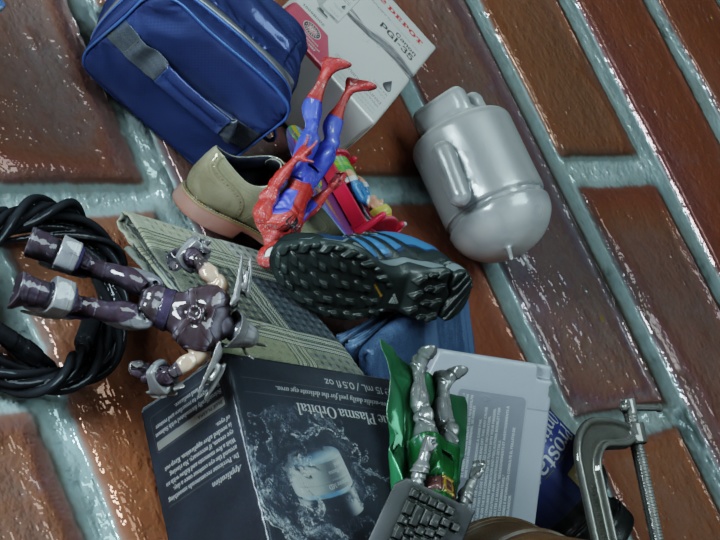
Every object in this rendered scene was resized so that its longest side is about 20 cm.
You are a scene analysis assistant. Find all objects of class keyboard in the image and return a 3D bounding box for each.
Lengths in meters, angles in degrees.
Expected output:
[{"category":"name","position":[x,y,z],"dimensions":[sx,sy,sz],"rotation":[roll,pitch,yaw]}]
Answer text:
[{"category":"keyboard","position":[0.040,0.273,1.454],"dimensions":[0.127,0.021,0.200],"rotation":[28,81,-25]}]

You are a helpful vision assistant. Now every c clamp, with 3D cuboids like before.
[{"category":"c clamp","position":[0.258,0.211,1.758],"dimensions":[0.171,0.027,0.200],"rotation":[14,64,-49]}]

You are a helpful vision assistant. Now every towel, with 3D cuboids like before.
[{"category":"towel","position":[0.044,0.081,1.763],"dimensions":[0.200,0.048,0.112],"rotation":[-33,121,-55]},{"category":"towel","position":[-0.104,0.031,1.612],"dimensions":[0.200,0.035,0.193],"rotation":[18,25,-48]}]

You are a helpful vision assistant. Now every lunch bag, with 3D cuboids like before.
[{"category":"lunch bag","position":[-0.147,-0.189,1.719],"dimensions":[0.200,0.136,0.132],"rotation":[39,38,-22]}]

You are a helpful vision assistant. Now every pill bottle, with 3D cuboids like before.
[{"category":"pill bottle","position":[0.161,0.192,1.773],"dimensions":[0.200,0.112,0.112],"rotation":[45,36,-11]}]

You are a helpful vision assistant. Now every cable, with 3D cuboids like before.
[{"category":"cable","position":[-0.248,0.019,1.500],"dimensions":[0.200,0.051,0.163],"rotation":[-11,70,-53]}]

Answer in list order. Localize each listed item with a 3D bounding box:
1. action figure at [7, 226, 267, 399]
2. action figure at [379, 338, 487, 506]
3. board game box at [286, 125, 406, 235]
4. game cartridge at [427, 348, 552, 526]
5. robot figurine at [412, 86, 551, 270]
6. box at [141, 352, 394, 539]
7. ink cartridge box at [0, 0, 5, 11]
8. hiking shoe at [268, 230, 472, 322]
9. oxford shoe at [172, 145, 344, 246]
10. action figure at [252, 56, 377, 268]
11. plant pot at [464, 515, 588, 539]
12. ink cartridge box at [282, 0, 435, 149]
[{"category":"action figure","position":[-0.165,0.025,1.451],"dimensions":[0.200,0.069,0.130],"rotation":[18,66,-8]},{"category":"action figure","position":[0.062,0.160,1.542],"dimensions":[0.118,0.055,0.200],"rotation":[31,45,-36]},{"category":"board game box","position":[0.004,-0.068,1.813],"dimensions":[0.200,0.039,0.158],"rotation":[51,14,-23]},{"category":"game cartridge","position":[0.096,0.174,1.676],"dimensions":[0.133,0.040,0.200],"rotation":[10,84,-20]},{"category":"robot figurine","position":[0.128,-0.092,1.973],"dimensions":[0.169,0.113,0.200],"rotation":[5,56,-56]},{"category":"box","position":[-0.052,0.188,1.528],"dimensions":[0.196,0.117,0.200],"rotation":[12,54,-44]},{"category":"ink cartridge box","position":[-0.398,-0.228,1.461],"dimensions":[0.200,0.136,0.076],"rotation":[48,30,-8]},{"category":"hiking shoe","position":[0.000,0.000,1.702],"dimensions":[0.200,0.075,0.087],"rotation":[12,21,-30]},{"category":"oxford shoe","position":[-0.075,-0.061,1.735],"dimensions":[0.200,0.074,0.071],"rotation":[14,29,-44]},{"category":"action figure","position":[-0.047,-0.092,1.693],"dimensions":[0.065,0.052,0.200],"rotation":[38,73,-49]},{"category":"plant pot","position":[0.176,0.306,1.561],"dimensions":[0.200,0.198,0.201],"rotation":[4,82,-34]},{"category":"ink cartridge box","position":[-0.025,-0.222,1.932],"dimensions":[0.147,0.083,0.200],"rotation":[47,35,-8]}]
